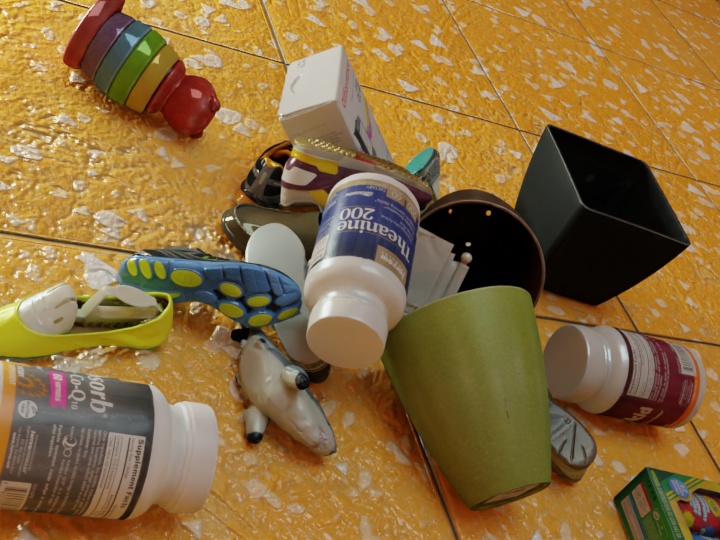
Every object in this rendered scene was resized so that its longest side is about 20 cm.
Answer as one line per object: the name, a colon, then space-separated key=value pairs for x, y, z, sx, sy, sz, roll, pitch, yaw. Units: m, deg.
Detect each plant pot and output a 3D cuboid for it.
plant pot: x=0.144 y=-0.031 z=1.293 sx=0.185 sy=0.188 sz=0.200 roll=29 pitch=21 yaw=-5
plant pot: x=0.335 y=-0.068 z=1.464 sx=0.197 sy=0.178 sz=0.202 roll=16 pitch=39 yaw=-23
plant pot: x=0.131 y=0.150 z=1.063 sx=0.185 sy=0.187 sz=0.203 roll=2 pitch=61 yaw=-37

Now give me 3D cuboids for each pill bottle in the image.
pill bottle: x=-0.227 y=0.146 z=0.814 sx=0.198 sy=0.117 sz=0.117 roll=12 pitch=39 yaw=-27
pill bottle: x=0.345 y=0.138 z=1.281 sx=0.197 sy=0.115 sz=0.115 roll=14 pitch=39 yaw=-25
pill bottle: x=0.000 y=0.000 z=1.044 sx=0.110 sy=0.111 sz=0.202 roll=24 pitch=47 yaw=-13

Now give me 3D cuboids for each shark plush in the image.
shark plush: x=-0.095 y=0.118 z=1.032 sx=0.083 sy=0.092 sz=0.200 roll=27 pitch=9 yaw=-43

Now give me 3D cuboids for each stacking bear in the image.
stacking bear: x=-0.275 y=-0.255 z=1.270 sx=0.199 sy=0.122 sz=0.114 roll=35 pitch=32 yaw=-10

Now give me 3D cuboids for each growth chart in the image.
growth chart: x=0.035 y=-0.004 z=1.176 sx=0.198 sy=0.146 sz=0.018 roll=31 pitch=14 yaw=-17

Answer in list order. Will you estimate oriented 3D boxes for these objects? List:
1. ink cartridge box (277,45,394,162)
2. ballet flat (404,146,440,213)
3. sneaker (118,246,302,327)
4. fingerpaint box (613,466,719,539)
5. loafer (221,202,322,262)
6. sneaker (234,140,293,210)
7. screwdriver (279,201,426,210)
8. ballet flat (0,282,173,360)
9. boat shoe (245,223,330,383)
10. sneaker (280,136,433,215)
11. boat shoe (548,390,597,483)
ink cartridge box: x=-0.025 y=-0.169 z=1.288 sx=0.149 sy=0.084 sz=0.201 roll=-87 pitch=157 yaw=-50
ballet flat: x=0.080 y=-0.115 z=1.429 sx=0.072 sy=0.072 sz=0.201 roll=34 pitch=35 yaw=2
sneaker: x=-0.158 y=0.007 z=1.049 sx=0.196 sy=0.072 sz=0.083 roll=10 pitch=25 yaw=1
fingerpaint box: x=0.406 y=0.340 z=1.122 sx=0.165 sy=0.074 sz=0.202 roll=16 pitch=38 yaw=-23
loafer: x=-0.075 y=-0.044 z=1.204 sx=0.198 sy=0.068 sz=0.077 roll=18 pitch=37 yaw=-21
sneaker: x=-0.094 y=-0.139 z=1.295 sx=0.078 sy=0.078 sz=0.200 roll=31 pitch=33 yaw=1
screwdriver: x=-0.008 y=-0.089 z=1.232 sx=0.197 sy=0.028 sz=0.030 roll=2 pitch=63 yaw=-18
ballet flat: x=-0.271 y=0.043 z=0.945 sx=0.198 sy=0.067 sz=0.067 roll=1 pitch=46 yaw=-37
boat shoe: x=-0.081 y=0.037 z=1.109 sx=0.070 sy=0.064 sz=0.202 roll=-17 pitch=57 yaw=-5
sneaker: x=-0.006 y=-0.096 z=1.192 sx=0.198 sy=0.091 sz=0.075 roll=15 pitch=14 yaw=-25
boat shoe: x=0.204 y=0.172 z=1.186 sx=0.073 sy=0.063 sz=0.201 roll=-24 pitch=58 yaw=-21
